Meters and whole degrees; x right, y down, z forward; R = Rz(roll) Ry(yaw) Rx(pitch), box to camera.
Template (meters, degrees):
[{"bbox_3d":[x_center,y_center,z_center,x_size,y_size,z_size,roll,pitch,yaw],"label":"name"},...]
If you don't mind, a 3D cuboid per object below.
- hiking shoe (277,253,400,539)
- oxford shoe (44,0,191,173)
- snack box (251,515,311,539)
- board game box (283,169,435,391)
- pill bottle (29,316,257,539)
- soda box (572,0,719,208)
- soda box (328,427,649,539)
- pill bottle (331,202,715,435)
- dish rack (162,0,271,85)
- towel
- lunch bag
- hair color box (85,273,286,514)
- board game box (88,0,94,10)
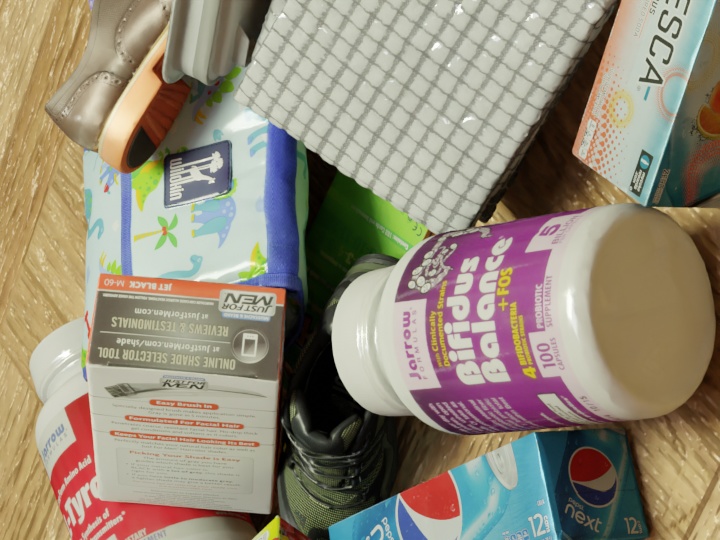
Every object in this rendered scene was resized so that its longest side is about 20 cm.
[{"bbox_3d":[-0.021,0.090,1.613,0.076,0.101,0.200,20,116,18],"label":"hiking shoe"},{"bbox_3d":[-0.117,-0.160,1.621,0.073,0.071,0.200,30,89,15],"label":"oxford shoe"},{"bbox_3d":[-0.081,0.263,1.583,0.169,0.068,0.200,-44,20,23],"label":"snack box"},{"bbox_3d":[0.000,0.000,1.670,0.096,0.030,0.200,55,128,40],"label":"board game box"},{"bbox_3d":[-0.144,0.129,1.791,0.112,0.112,0.200,-53,50,39],"label":"pill bottle"},{"bbox_3d":[0.177,-0.134,1.400,0.068,0.063,0.200,41,122,46],"label":"soda box"},{"bbox_3d":[0.068,0.145,1.541,0.200,0.068,0.064,-31,66,49],"label":"soda box"},{"bbox_3d":[0.080,0.030,1.473,0.200,0.112,0.113,-10,82,46],"label":"pill bottle"},{"bbox_3d":[-0.045,-0.205,1.540,0.043,0.172,0.200,26,138,10],"label":"dish rack"},{"bbox_3d":[0.042,-0.136,1.513,0.165,0.086,0.200,36,125,8],"label":"towel"},{"bbox_3d":[-0.091,-0.032,1.684,0.200,0.127,0.170,-34,52,52],"label":"lunch bag"},{"bbox_3d":[-0.101,0.076,1.638,0.200,0.111,0.064,97,178,-64],"label":"hair color box"},{"bbox_3d":[-0.107,-0.241,1.720,0.200,0.039,0.158,-26,38,30],"label":"board game box"}]
